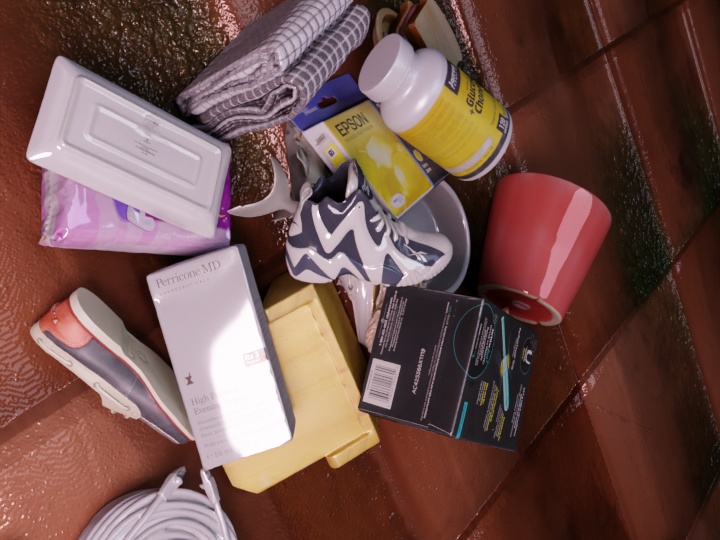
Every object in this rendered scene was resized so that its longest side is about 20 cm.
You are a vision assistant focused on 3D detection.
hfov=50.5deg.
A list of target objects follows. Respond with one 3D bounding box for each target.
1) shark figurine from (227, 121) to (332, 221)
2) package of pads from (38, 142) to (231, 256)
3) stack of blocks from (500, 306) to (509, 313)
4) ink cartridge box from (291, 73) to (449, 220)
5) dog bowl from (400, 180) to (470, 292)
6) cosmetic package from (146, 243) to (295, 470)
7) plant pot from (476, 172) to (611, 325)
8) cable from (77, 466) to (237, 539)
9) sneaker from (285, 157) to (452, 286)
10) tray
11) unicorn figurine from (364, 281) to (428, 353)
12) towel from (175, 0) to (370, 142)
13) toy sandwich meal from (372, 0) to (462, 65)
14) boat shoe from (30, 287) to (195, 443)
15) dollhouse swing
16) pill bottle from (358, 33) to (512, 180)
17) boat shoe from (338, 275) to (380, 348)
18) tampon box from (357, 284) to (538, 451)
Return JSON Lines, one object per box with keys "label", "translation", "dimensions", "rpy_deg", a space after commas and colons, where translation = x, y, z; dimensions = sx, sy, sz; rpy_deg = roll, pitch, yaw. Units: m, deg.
{"label": "shark figurine", "translation": [-0.082, -0.085, 0.907], "dimensions": [0.129, 0.088, 0.216], "rpy_deg": [51, 22, -18]}
{"label": "package of pads", "translation": [-0.226, -0.080, 0.779], "dimensions": [0.197, 0.075, 0.124], "rpy_deg": [3, 83, -44]}
{"label": "stack of blocks", "translation": [0.155, 0.137, 1.134], "dimensions": [0.197, 0.058, 0.119], "rpy_deg": [-18, 96, -44]}
{"label": "ink cartridge box", "translation": [0.014, -0.167, 0.979], "dimensions": [0.202, 0.047, 0.197], "rpy_deg": [53, 36, -3]}
{"label": "dog bowl", "translation": [0.084, -0.046, 1.092], "dimensions": [0.197, 0.058, 0.207], "rpy_deg": [8, 78, -44]}
{"label": "cosmetic package", "translation": [-0.139, 0.085, 0.782], "dimensions": [0.099, 0.074, 0.205], "rpy_deg": [-17, 95, -1]}
{"label": "plant pot", "translation": [0.275, -0.024, 1.198], "dimensions": [0.199, 0.198, 0.181], "rpy_deg": [33, 71, -35]}
{"label": "cable", "translation": [-0.203, 0.318, 0.749], "dimensions": [0.199, 0.068, 0.205], "rpy_deg": [-34, 108, -41]}
{"label": "sneaker", "translation": [0.016, -0.059, 0.841], "dimensions": [0.193, 0.080, 0.133], "rpy_deg": [2, 122, -8]}
{"label": "tray", "translation": [-0.210, -0.116, 0.736], "dimensions": [0.197, 0.022, 0.110], "rpy_deg": [25, 63, -38]}
{"label": "unicorn figurine", "translation": [0.052, 0.077, 0.985], "dimensions": [0.198, 0.073, 0.141], "rpy_deg": [15, 90, -53]}
{"label": "towel", "translation": [-0.096, -0.223, 0.844], "dimensions": [0.086, 0.197, 0.167], "rpy_deg": [51, 51, -24]}
{"label": "toy sandwich meal", "translation": [0.092, -0.301, 1.096], "dimensions": [0.204, 0.069, 0.209], "rpy_deg": [40, 38, -40]}
{"label": "boat shoe", "translation": [-0.235, 0.107, 0.755], "dimensions": [0.062, 0.071, 0.201], "rpy_deg": [-35, 118, 4]}
{"label": "dollhouse swing", "translation": [-0.090, 0.127, 0.911], "dimensions": [0.182, 0.172, 0.204], "rpy_deg": [-89, 155, -75]}
{"label": "pill bottle", "translation": [0.095, -0.210, 0.978], "dimensions": [0.198, 0.111, 0.115], "rpy_deg": [30, 64, -31]}
{"label": "boat shoe", "translation": [0.000, 0.000, 1.000], "dimensions": [0.071, 0.067, 0.207], "rpy_deg": [-16, 107, -69]}
{"label": "tampon box", "translation": [0.111, 0.118, 0.905], "dimensions": [0.199, 0.124, 0.154], "rpy_deg": [28, 75, -55]}
